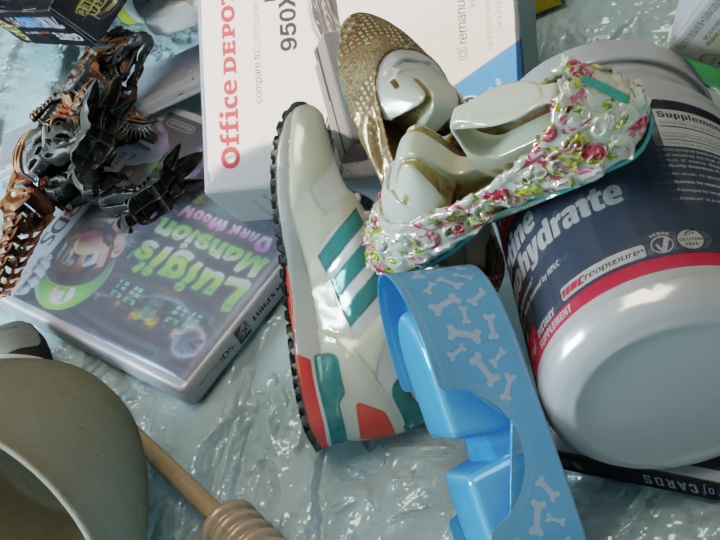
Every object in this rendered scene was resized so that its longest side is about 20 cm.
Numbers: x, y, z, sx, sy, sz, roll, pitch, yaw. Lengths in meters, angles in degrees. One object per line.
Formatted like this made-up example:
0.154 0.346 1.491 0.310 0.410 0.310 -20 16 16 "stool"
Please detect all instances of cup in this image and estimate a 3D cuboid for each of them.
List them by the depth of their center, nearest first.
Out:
-0.199 0.128 1.171 0.200 0.201 0.143 -4 25 24 "cup"

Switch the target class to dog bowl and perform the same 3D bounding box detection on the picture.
0.065 0.089 1.068 0.050 0.111 0.200 -18 89 -9 "dog bowl"

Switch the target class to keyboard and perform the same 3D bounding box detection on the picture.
-0.170 -0.114 1.440 0.200 0.011 0.056 -22 32 20 "keyboard"

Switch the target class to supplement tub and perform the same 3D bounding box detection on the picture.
0.146 -0.010 1.089 0.140 0.140 0.200 -20 47 11 "supplement tub"

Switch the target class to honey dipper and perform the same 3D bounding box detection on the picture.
-0.108 0.121 1.216 0.038 0.038 0.200 -43 45 -11 "honey dipper"

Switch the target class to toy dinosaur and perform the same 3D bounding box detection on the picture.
-0.182 -0.071 1.365 0.136 0.102 0.200 4 81 47 "toy dinosaur"

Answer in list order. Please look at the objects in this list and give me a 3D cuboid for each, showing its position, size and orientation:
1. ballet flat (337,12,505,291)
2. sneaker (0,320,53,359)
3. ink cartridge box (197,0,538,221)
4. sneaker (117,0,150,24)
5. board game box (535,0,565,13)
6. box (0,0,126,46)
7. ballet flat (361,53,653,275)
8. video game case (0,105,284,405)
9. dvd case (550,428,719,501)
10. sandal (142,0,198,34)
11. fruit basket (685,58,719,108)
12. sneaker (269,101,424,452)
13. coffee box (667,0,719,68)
0.040 -0.065 1.161 0.065 0.070 0.200 -38 65 52 "ballet flat"
-0.283 0.092 1.313 0.200 0.074 0.079 -21 37 2 "sneaker"
0.006 -0.115 1.266 0.200 0.084 0.145 -6 78 12 "ink cartridge box"
-0.106 -0.257 1.513 0.085 0.074 0.200 15 70 29 "sneaker"
0.021 -0.228 1.325 0.165 0.200 0.057 -21 43 9 "board game box"
-0.175 -0.251 1.448 0.200 0.050 0.198 -59 23 -8 "box"
0.059 -0.058 1.053 0.200 0.064 0.076 -28 40 39 "ballet flat"
-0.123 -0.019 1.349 0.200 0.023 0.182 23 66 38 "video game case"
0.215 0.057 1.113 0.200 0.025 0.150 8 58 33 "dvd case"
-0.057 -0.200 1.446 0.202 0.050 0.082 -24 23 -15 "sandal"
0.288 -0.136 1.206 0.200 0.094 0.185 17 68 12 "fruit basket"
0.000 0.000 1.191 0.093 0.070 0.200 -7 88 -2 "sneaker"
0.278 -0.138 1.094 0.200 0.113 0.080 17 75 -3 "coffee box"
